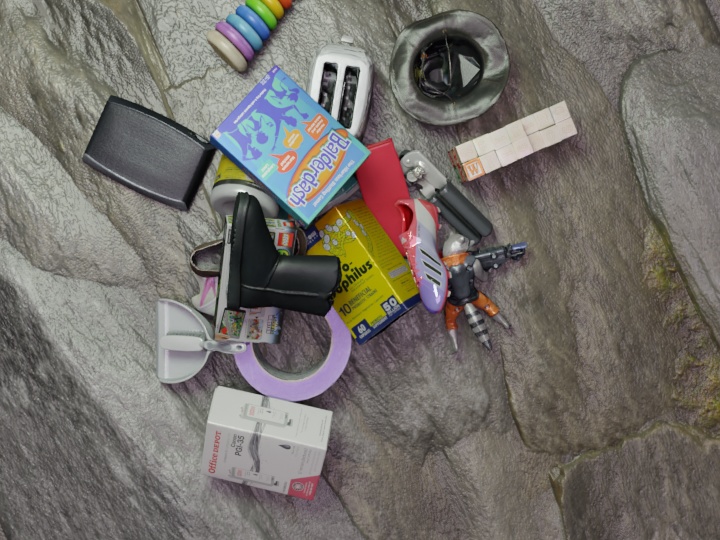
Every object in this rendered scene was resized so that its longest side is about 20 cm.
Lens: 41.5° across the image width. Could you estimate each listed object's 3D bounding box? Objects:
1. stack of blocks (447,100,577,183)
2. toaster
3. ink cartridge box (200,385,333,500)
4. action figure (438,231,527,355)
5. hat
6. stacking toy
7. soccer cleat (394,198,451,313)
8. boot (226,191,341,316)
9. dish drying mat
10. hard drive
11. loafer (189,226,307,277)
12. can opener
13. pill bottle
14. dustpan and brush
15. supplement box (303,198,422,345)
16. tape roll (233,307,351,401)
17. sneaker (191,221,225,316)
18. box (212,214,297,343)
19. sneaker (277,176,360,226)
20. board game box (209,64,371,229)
[{"bbox_3d":[0.250,-0.210,1.560,0.198,0.115,0.059,-23,93,-1],"label":"stack of blocks"},{"bbox_3d":[-0.038,-0.275,1.543,0.112,0.129,0.203,11,93,-1],"label":"toaster"},{"bbox_3d":[-0.156,0.285,1.559,0.197,0.083,0.148,13,131,-2],"label":"ink cartridge box"},{"bbox_3d":[0.196,0.023,1.576,0.198,0.105,0.195,-21,106,6],"label":"action figure"},{"bbox_3d":[0.147,-0.328,1.571,0.198,0.081,0.204,0,90,7],"label":"hat"},{"bbox_3d":[-0.160,-0.426,1.561,0.085,0.085,0.200,42,88,-3],"label":"stacking toy"},{"bbox_3d":[0.096,-0.025,1.525,0.076,0.067,0.202,9,61,-24],"label":"soccer cleat"},{"bbox_3d":[-0.109,-0.022,1.397,0.166,0.077,0.202,2,123,-10],"label":"boot"},{"bbox_3d":[0.045,-0.115,1.581,0.076,0.018,0.202,-17,111,1],"label":"dish drying mat"},{"bbox_3d":[-0.355,-0.196,1.583,0.198,0.042,0.136,26,92,-2],"label":"hard drive"},{"bbox_3d":[-0.180,-0.023,1.498,0.197,0.071,0.074,-14,91,8],"label":"loafer"},{"bbox_3d":[0.143,-0.129,1.588,0.200,0.067,0.053,45,128,-9],"label":"can opener"},{"bbox_3d":[-0.166,-0.183,1.529,0.111,0.113,0.202,13,67,-2],"label":"pill bottle"},{"bbox_3d":[-0.265,0.120,1.558,0.197,0.057,0.142,1,92,20],"label":"dustpan and brush"},{"bbox_3d":[0.000,0.000,1.539,0.109,0.109,0.201,-38,84,25],"label":"supplement box"},{"bbox_3d":[-0.112,0.111,1.583,0.197,0.085,0.203,0,93,-1],"label":"tape roll"},{"bbox_3d":[-0.235,-0.015,1.576,0.087,0.081,0.203,9,87,3],"label":"sneaker"},{"bbox_3d":[-0.165,0.017,1.471,0.109,0.035,0.202,4,116,-14],"label":"box"},{"bbox_3d":[-0.099,-0.120,1.578,0.198,0.071,0.081,-27,95,0],"label":"sneaker"},{"bbox_3d":[-0.106,-0.188,1.445,0.200,0.045,0.152,41,78,-3],"label":"board game box"}]
